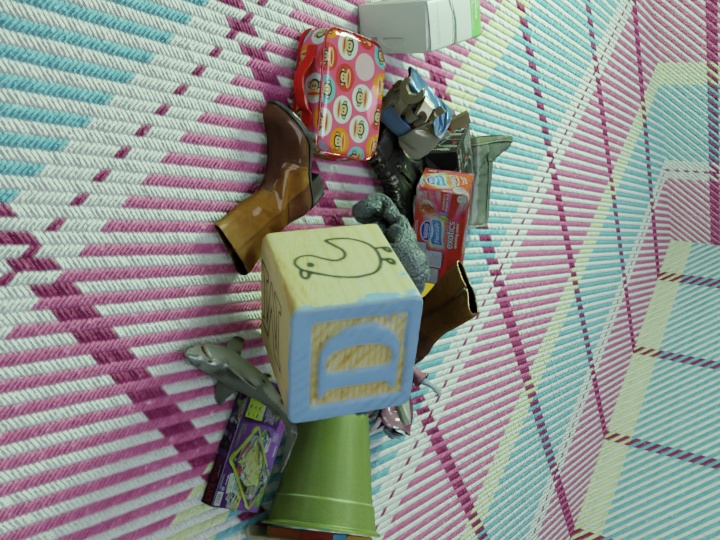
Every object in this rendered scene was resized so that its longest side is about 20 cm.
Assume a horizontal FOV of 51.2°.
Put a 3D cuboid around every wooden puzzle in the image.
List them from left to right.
[{"bbox_3d":[-0.063,0.443,1.233,0.184,0.197,0.038,34,61,-54],"label":"wooden puzzle"}]

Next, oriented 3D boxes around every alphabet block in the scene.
[{"bbox_3d":[-0.036,0.071,1.095,0.191,0.201,0.200,-5,124,-19],"label":"alphabet block"}]

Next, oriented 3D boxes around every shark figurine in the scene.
[{"bbox_3d":[-0.170,0.184,1.101,0.090,0.214,0.128,-46,-176,15],"label":"shark figurine"}]

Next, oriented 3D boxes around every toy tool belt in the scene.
[{"bbox_3d":[0.096,-0.299,1.320,0.199,0.122,0.127,37,43,-32],"label":"toy tool belt"}]

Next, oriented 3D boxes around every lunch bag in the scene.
[{"bbox_3d":[-0.043,-0.278,1.193,0.174,0.081,0.205,0,98,-51],"label":"lunch bag"}]

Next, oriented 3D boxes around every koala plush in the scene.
[{"bbox_3d":[0.000,0.000,1.268,0.197,0.184,0.180,-24,121,-10],"label":"koala plush"}]

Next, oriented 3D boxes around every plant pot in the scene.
[{"bbox_3d":[-0.056,0.334,1.258,0.199,0.197,0.194,33,58,-54],"label":"plant pot"}]

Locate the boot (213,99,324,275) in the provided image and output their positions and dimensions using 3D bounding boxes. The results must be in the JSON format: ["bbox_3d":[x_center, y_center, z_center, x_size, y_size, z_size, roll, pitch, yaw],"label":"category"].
[{"bbox_3d":[-0.151,-0.124,1.110,0.200,0.068,0.191,-47,142,-31],"label":"boot"}]

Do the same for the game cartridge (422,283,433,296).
[{"bbox_3d":[0.110,0.006,1.549,0.175,0.032,0.205,-2,97,-56],"label":"game cartridge"}]

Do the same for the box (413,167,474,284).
[{"bbox_3d":[0.154,-0.081,1.427,0.096,0.098,0.203,-64,160,-55],"label":"box"}]

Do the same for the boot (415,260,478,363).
[{"bbox_3d":[0.113,0.047,1.360,0.067,0.200,0.191,11,49,-33],"label":"boot"}]

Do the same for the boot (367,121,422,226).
[{"bbox_3d":[0.045,-0.167,1.383,0.175,0.068,0.203,51,48,-46],"label":"boot"}]

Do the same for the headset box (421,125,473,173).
[{"bbox_3d":[0.182,-0.207,1.524,0.201,0.073,0.151,-63,148,-57],"label":"headset box"}]

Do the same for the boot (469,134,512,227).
[{"bbox_3d":[0.290,-0.207,1.732,0.180,0.072,0.205,-14,103,-40],"label":"boot"}]

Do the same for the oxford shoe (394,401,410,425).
[{"bbox_3d":[0.075,0.193,1.426,0.076,0.056,0.203,92,-12,-59],"label":"oxford shoe"}]

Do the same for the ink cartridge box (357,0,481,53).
[{"bbox_3d":[0.107,-0.441,1.329,0.199,0.143,0.086,-34,124,-49],"label":"ink cartridge box"}]

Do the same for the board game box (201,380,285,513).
[{"bbox_3d":[-0.172,0.273,1.181,0.120,0.032,0.204,33,71,-50],"label":"board game box"}]

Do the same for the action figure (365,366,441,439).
[{"bbox_3d":[0.074,0.230,1.508,0.146,0.133,0.204,13,83,-25],"label":"action figure"}]
